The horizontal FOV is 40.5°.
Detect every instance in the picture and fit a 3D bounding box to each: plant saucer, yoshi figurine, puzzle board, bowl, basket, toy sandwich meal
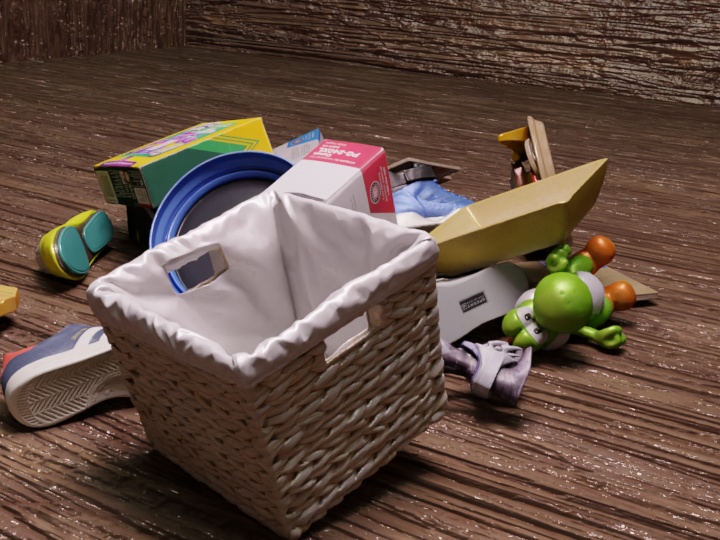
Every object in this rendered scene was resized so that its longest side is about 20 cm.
[{"bbox_3d":[0.174,-0.054,1.100,0.198,0.049,0.200,-17,10,31],"label":"plant saucer"},{"bbox_3d":[0.229,0.028,1.025,0.112,0.113,0.199,24,32,32],"label":"yoshi figurine"},{"bbox_3d":[0.238,0.018,1.196,0.197,0.018,0.151,-4,18,-21],"label":"puzzle board"},{"bbox_3d":[-0.137,-0.041,1.099,0.197,0.039,0.203,-5,61,10],"label":"bowl"},{"bbox_3d":[-0.065,0.059,0.745,0.199,0.163,0.197,20,40,41],"label":"basket"},{"bbox_3d":[0.225,-0.103,1.277,0.069,0.208,0.205,-14,15,13],"label":"toy sandwich meal"}]

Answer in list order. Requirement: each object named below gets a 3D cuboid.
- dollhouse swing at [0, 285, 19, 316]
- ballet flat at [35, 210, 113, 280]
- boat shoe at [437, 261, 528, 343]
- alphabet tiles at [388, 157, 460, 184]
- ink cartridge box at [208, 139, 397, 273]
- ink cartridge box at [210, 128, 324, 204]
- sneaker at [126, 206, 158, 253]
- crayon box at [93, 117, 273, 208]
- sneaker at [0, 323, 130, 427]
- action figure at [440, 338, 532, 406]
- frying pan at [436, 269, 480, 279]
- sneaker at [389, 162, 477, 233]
[{"bbox_3d":[-0.476,-0.018,0.988,0.174,0.184,0.199,-10,9,33],"label":"dollhouse swing"},{"bbox_3d":[-0.358,-0.026,1.193,0.066,0.068,0.200,-18,14,6],"label":"ballet flat"},{"bbox_3d":[0.087,0.044,1.034,0.198,0.072,0.063,-15,-4,-29],"label":"boat shoe"},{"bbox_3d":[0.053,-0.130,1.482,0.166,0.008,0.199,-21,-11,31],"label":"alphabet tiles"},{"bbox_3d":[-0.049,-0.016,0.965,0.083,0.147,0.200,15,42,32],"label":"ink cartridge box"},{"bbox_3d":[-0.125,-0.089,1.234,0.198,0.085,0.146,-24,19,7],"label":"ink cartridge box"},{"bbox_3d":[-0.246,-0.059,1.272,0.089,0.071,0.200,-9,20,-23],"label":"sneaker"},{"bbox_3d":[-0.231,-0.139,1.257,0.171,0.059,0.199,-26,18,-26],"label":"crayon box"},{"bbox_3d":[-0.222,0.074,0.871,0.198,0.076,0.084,-10,26,-31],"label":"sneaker"},{"bbox_3d":[0.052,0.072,0.887,0.197,0.070,0.130,15,-21,2],"label":"action figure"},{"bbox_3d":[0.098,0.004,1.176,0.113,0.031,0.190,-7,24,22],"label":"frying pan"},{"bbox_3d":[0.115,-0.102,1.371,0.197,0.113,0.077,-6,-23,-12],"label":"sneaker"}]
